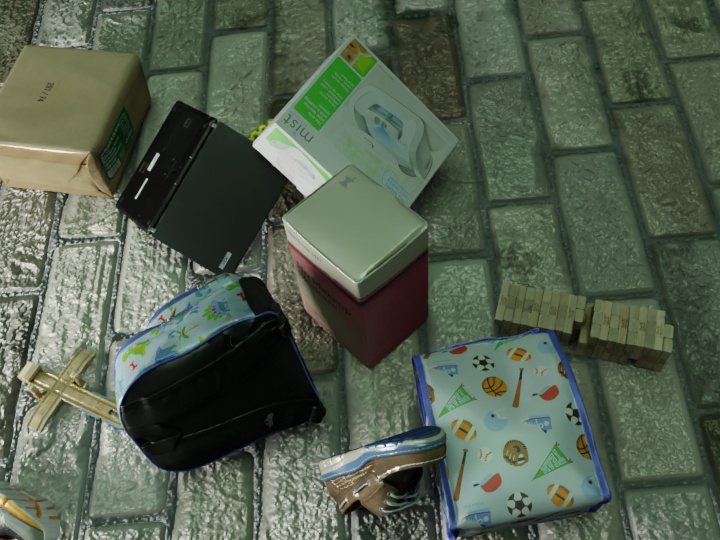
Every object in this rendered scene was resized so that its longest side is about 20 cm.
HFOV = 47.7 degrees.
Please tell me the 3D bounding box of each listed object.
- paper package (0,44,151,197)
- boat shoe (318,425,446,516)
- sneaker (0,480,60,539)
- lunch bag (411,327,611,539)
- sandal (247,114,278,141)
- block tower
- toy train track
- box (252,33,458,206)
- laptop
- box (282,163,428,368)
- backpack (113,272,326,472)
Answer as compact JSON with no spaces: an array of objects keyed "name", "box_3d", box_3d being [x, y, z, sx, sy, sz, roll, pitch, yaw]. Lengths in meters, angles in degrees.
[{"name":"paper package","box_3d":[-0.425,-0.221,1.188,0.190,0.104,0.201,6,58,10]},{"name":"boat shoe","box_3d":[0.030,0.210,0.836,0.072,0.200,0.073,-10,76,-32]},{"name":"sneaker","box_3d":[-0.421,0.269,0.903,0.199,0.078,0.077,15,74,19]},{"name":"lunch bag","box_3d":[0.153,0.169,0.874,0.169,0.124,0.201,-11,66,-2]},{"name":"sandal","box_3d":[-0.091,-0.179,1.147,0.200,0.079,0.087,-33,86,-6]},{"name":"block tower","box_3d":[0.261,0.066,0.967,0.199,0.058,0.054,11,60,10]},{"name":"toy train track","box_3d":[-0.333,0.154,0.984,0.199,0.033,0.115,20,62,16]},{"name":"box","box_3d":[-0.006,-0.166,1.063,0.200,0.097,0.177,43,65,-13]},{"name":"laptop","box_3d":[-0.217,-0.114,1.112,0.200,0.103,0.178,31,90,48]},{"name":"box","box_3d":[0.000,0.000,0.948,0.109,0.200,0.128,-40,62,-19]},{"name":"backpack","box_3d":[-0.169,0.116,0.910,0.200,0.183,0.147,-27,36,-10]}]
